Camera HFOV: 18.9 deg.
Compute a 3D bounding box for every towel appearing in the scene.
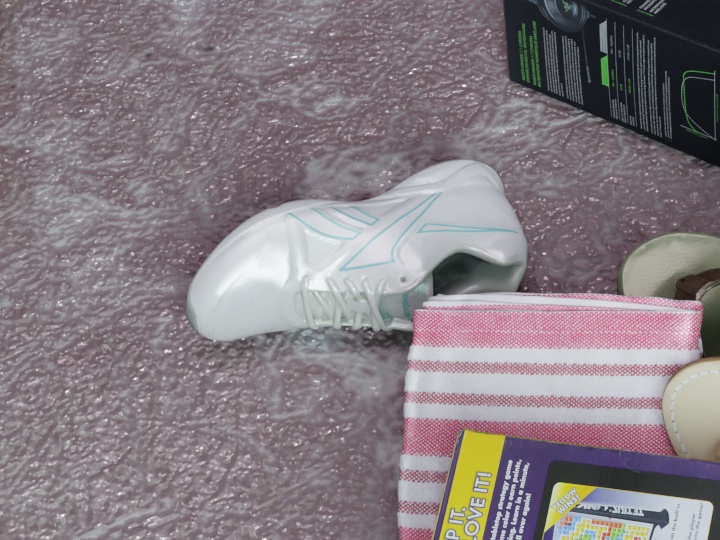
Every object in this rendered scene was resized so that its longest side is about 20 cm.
[{"bbox_3d":[0.090,0.111,1.035,0.145,0.030,0.202,1,80,21],"label":"towel"}]

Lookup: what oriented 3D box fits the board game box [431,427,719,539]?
[{"bbox_3d":[0.101,0.177,0.907,0.164,0.057,0.201,5,68,27],"label":"board game box"}]

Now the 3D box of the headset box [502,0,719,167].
[{"bbox_3d":[0.205,-0.169,1.325,0.199,0.093,0.174,27,54,32],"label":"headset box"}]

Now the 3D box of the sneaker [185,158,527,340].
[{"bbox_3d":[0.000,0.000,1.207,0.199,0.071,0.080,-19,47,-10],"label":"sneaker"}]

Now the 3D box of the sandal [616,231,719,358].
[{"bbox_3d":[0.192,0.032,1.054,0.080,0.057,0.201,-35,38,-4],"label":"sandal"}]

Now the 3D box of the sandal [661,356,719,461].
[{"bbox_3d":[0.208,0.131,0.955,0.078,0.212,0.070,-39,1,27],"label":"sandal"}]
